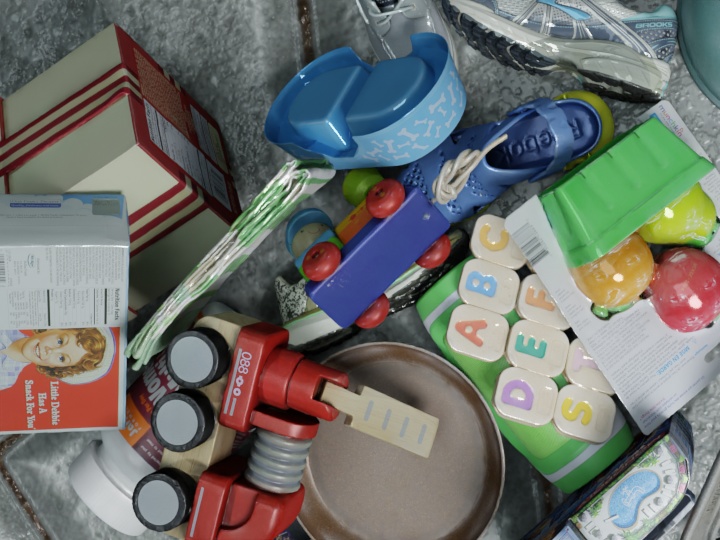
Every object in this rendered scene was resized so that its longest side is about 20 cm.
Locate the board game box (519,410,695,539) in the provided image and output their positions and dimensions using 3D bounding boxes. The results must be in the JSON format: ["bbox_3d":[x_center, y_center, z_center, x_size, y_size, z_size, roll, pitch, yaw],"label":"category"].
[{"bbox_3d":[0.184,0.204,0.815,0.200,0.200,0.062,-46,79,14],"label":"board game box"}]

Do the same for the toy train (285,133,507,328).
[{"bbox_3d":[0.025,-0.057,0.877,0.200,0.085,0.116,-45,35,2],"label":"toy train"}]

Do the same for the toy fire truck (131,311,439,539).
[{"bbox_3d":[-0.053,0.140,0.841,0.199,0.129,0.177,16,96,14],"label":"toy fire truck"}]

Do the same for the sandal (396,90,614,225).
[{"bbox_3d":[0.110,-0.094,0.885,0.199,0.087,0.080,-27,87,21],"label":"sandal"}]

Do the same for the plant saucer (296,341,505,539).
[{"bbox_3d":[0.027,0.160,0.905,0.199,0.032,0.202,1,93,18],"label":"plant saucer"}]

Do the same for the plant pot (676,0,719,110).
[{"bbox_3d":[0.336,-0.205,0.785,0.199,0.134,0.202,1,93,18],"label":"plant pot"}]

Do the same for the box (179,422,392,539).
[{"bbox_3d":[-0.066,0.244,0.977,0.199,0.043,0.161,-24,85,17],"label":"box"}]

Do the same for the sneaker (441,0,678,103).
[{"bbox_3d":[0.166,-0.207,0.879,0.199,0.078,0.087,21,87,8],"label":"sneaker"}]

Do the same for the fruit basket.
[{"bbox_3d":[0.230,-0.006,0.834,0.185,0.094,0.201,-36,98,-16],"label":"fruit basket"}]

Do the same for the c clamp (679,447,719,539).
[{"bbox_3d":[0.326,0.149,0.817,0.027,0.170,0.201,43,121,45],"label":"c clamp"}]

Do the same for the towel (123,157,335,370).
[{"bbox_3d":[-0.099,-0.010,0.837,0.023,0.153,0.200,42,100,0],"label":"towel"}]

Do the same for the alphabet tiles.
[{"bbox_3d":[0.174,0.033,0.854,0.194,0.015,0.201,17,73,-1],"label":"alphabet tiles"}]

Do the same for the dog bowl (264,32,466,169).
[{"bbox_3d":[0.005,-0.135,0.887,0.199,0.050,0.112,1,54,47],"label":"dog bowl"}]

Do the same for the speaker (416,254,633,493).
[{"bbox_3d":[0.135,0.084,0.886,0.088,0.088,0.200,-41,80,15],"label":"speaker"}]

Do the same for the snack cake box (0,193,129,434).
[{"bbox_3d":[-0.243,0.038,0.842,0.114,0.067,0.201,-1,129,-16],"label":"snack cake box"}]

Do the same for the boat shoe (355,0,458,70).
[{"bbox_3d":[0.022,-0.237,0.913,0.070,0.071,0.202,-25,87,16],"label":"boat shoe"}]

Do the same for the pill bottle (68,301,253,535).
[{"bbox_3d":[-0.161,0.134,0.951,0.110,0.110,0.200,44,92,11],"label":"pill bottle"}]

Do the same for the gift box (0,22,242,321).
[{"bbox_3d":[-0.219,-0.060,0.927,0.186,0.200,0.185,-29,46,13],"label":"gift box"}]

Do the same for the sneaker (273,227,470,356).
[{"bbox_3d":[0.000,0.000,0.935,0.199,0.077,0.089,-28,76,14],"label":"sneaker"}]
